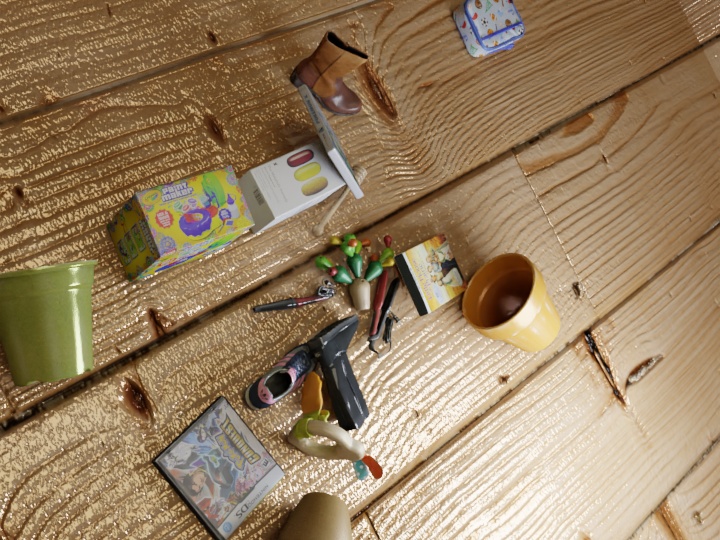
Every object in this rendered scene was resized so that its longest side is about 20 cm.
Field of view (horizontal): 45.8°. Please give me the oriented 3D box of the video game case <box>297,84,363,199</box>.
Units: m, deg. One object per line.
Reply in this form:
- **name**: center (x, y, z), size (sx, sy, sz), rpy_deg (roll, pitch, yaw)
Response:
- **video game case**: center (-0.062, -0.269, 1.801), size (0.022, 0.200, 0.184), rpy_deg (-27, 61, 5)

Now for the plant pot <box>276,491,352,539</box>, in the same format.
- **plant pot**: center (-0.085, 0.524, 1.581), size (0.185, 0.186, 0.202), rpy_deg (31, 48, -20)

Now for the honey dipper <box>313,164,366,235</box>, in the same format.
- **honey dipper**: center (-0.048, -0.152, 1.882), size (0.038, 0.038, 0.201), rpy_deg (40, 62, -15)

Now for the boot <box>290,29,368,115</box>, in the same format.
- **boot**: center (-0.036, -0.433, 1.871), size (0.187, 0.199, 0.069), rpy_deg (33, 60, -19)

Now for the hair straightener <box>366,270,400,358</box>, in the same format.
- **hair straightener**: center (0.062, 0.103, 1.865), size (0.076, 0.041, 0.203), rpy_deg (24, 59, -24)

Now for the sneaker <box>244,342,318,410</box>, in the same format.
- **sneaker**: center (-0.137, 0.206, 1.685), size (0.200, 0.082, 0.071), rpy_deg (-41, 98, -38)

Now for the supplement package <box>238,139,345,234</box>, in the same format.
- **supplement package**: center (-0.150, -0.177, 1.777), size (0.199, 0.109, 0.115), rpy_deg (-31, 92, -35)

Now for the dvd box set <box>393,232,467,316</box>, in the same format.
- **dvd box set**: center (0.162, 0.006, 1.930), size (0.199, 0.029, 0.148), rpy_deg (-24, 90, -54)

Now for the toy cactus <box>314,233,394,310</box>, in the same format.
- **toy cactus**: center (0.000, 0.000, 1.838), size (0.198, 0.101, 0.168), rpy_deg (-9, 88, -42)

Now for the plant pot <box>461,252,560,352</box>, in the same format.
- **plant pot**: center (0.368, 0.093, 1.988), size (0.183, 0.198, 0.203), rpy_deg (39, 58, -35)

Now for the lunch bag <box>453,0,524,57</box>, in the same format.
- **lunch bag**: center (0.347, -0.656, 2.258), size (0.199, 0.075, 0.162), rpy_deg (-29, 94, -34)

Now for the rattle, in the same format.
- **rattle**: center (-0.038, 0.316, 1.697), size (0.197, 0.131, 0.144), rpy_deg (20, 37, -10)

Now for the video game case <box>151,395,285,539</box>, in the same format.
- **video game case**: center (-0.261, 0.370, 1.594), size (0.181, 0.025, 0.201), rpy_deg (-43, 100, -33)

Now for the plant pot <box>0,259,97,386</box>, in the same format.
- **plant pot**: center (-0.528, 0.090, 1.426), size (0.198, 0.199, 0.188), rpy_deg (-10, 92, -33)

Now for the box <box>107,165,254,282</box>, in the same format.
- **box**: center (-0.336, -0.086, 1.582), size (0.198, 0.192, 0.124), rpy_deg (-22, 87, -34)

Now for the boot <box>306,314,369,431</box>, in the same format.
- **boot**: center (-0.023, 0.210, 1.764), size (0.164, 0.065, 0.203), rpy_deg (-31, 98, -51)

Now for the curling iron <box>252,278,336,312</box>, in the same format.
- **curling iron**: center (-0.135, 0.057, 1.763), size (0.197, 0.025, 0.050), rpy_deg (-15, 120, -31)
